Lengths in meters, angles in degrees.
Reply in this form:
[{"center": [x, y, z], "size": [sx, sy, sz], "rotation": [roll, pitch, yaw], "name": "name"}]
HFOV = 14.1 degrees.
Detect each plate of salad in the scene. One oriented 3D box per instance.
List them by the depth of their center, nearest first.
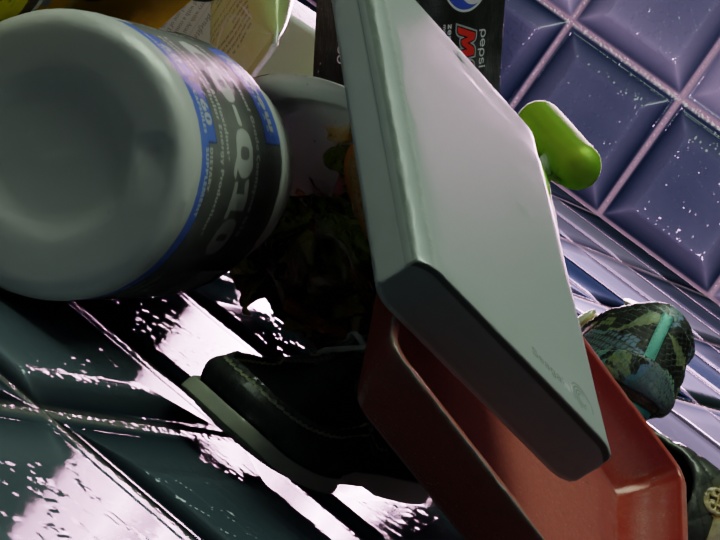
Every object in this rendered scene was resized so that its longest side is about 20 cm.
[{"center": [0.000, 0.000, 1.316], "size": [0.200, 0.048, 0.200], "rotation": [31, -35, 25], "name": "plate of salad"}]

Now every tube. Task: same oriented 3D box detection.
[{"center": [-0.046, -0.167, 1.385], "size": [0.058, 0.052, 0.200], "rotation": [60, 28, -52], "name": "tube"}]

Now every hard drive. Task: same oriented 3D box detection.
[{"center": [0.041, -0.025, 1.155], "size": [0.132, 0.026, 0.200], "rotation": [45, 22, -35], "name": "hard drive"}]

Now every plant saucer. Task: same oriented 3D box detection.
[{"center": [0.064, 0.066, 1.166], "size": [0.200, 0.037, 0.200], "rotation": [52, 19, -18], "name": "plant saucer"}]

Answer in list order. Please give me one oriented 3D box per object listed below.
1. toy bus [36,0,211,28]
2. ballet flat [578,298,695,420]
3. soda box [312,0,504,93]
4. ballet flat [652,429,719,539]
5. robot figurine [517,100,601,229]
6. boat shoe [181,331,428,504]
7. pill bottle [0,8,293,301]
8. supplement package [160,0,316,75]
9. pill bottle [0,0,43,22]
[{"center": [-0.131, -0.126, 1.278], "size": [0.065, 0.200, 0.078], "rotation": [-4, 71, -36], "name": "toy bus"}, {"center": [0.129, 0.051, 1.529], "size": [0.074, 0.074, 0.200], "rotation": [34, -13, -9], "name": "ballet flat"}, {"center": [0.022, -0.107, 1.355], "size": [0.071, 0.200, 0.063], "rotation": [16, 18, 41], "name": "soda box"}, {"center": [0.112, 0.089, 1.418], "size": [0.200, 0.066, 0.057], "rotation": [26, -35, -17], "name": "ballet flat"}, {"center": [0.044, -0.018, 1.508], "size": [0.116, 0.175, 0.200], "rotation": [62, -3, 27], "name": "robot figurine"}, {"center": [-0.010, 0.049, 1.174], "size": [0.072, 0.068, 0.200], "rotation": [40, 10, 23], "name": "boat shoe"}, {"center": [-0.096, -0.045, 1.198], "size": [0.114, 0.114, 0.200], "rotation": [36, 8, 9], "name": "pill bottle"}, {"center": [-0.093, -0.112, 1.594], "size": [0.200, 0.121, 0.120], "rotation": [32, 8, -25], "name": "supplement package"}, {"center": [-0.204, -0.121, 1.075], "size": [0.109, 0.109, 0.200], "rotation": [37, 30, 16], "name": "pill bottle"}]
